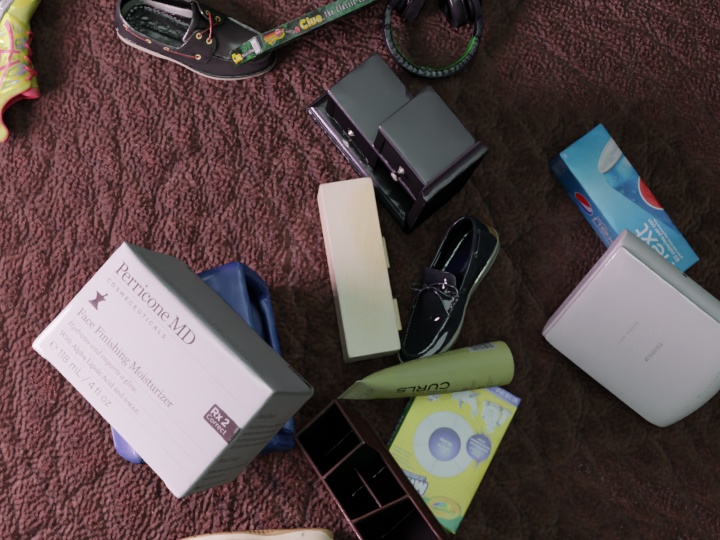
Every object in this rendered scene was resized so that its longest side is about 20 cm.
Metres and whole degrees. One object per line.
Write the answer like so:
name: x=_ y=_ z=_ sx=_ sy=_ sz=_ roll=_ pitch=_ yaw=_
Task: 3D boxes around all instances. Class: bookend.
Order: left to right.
bookend: x=0.036 y=-0.161 z=1.457 sx=0.092 sy=0.200 sz=0.199 roll=-38 pitch=87 yaw=-9

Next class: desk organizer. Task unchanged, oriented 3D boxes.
desk organizer: x=0.012 y=0.242 z=1.405 sx=0.072 sy=0.077 sz=0.201 roll=-41 pitch=54 yaw=5

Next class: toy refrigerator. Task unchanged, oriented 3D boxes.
toy refrigerator: x=0.000 y=0.000 z=1.493 sx=0.069 sy=0.076 sz=0.203 roll=-8 pitch=82 yaw=-6

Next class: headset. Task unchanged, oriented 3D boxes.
headset: x=0.090 y=-0.336 z=1.564 sx=0.121 sy=0.094 sz=0.203 roll=6 pitch=96 yaw=-7

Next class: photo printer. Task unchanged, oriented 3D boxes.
photo printer: x=0.334 y=0.075 z=1.476 sx=0.199 sy=0.069 sz=0.167 roll=38 pitch=119 yaw=2

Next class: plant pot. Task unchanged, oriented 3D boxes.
plant pot: x=-0.181 y=0.114 z=1.406 sx=0.177 sy=0.200 sz=0.203 roll=-12 pitch=83 yaw=1

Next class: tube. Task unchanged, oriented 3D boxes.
tube: x=0.075 y=0.119 z=1.431 sx=0.197 sy=0.052 sz=0.059 roll=-7 pitch=122 yaw=-22

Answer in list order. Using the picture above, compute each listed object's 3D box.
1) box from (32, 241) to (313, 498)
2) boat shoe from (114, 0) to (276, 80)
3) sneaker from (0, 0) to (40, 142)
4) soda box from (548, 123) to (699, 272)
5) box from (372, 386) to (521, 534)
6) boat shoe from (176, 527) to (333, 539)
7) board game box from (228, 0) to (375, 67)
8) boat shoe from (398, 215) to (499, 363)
box: x=-0.169 y=0.093 z=1.210 sx=0.199 sy=0.200 sz=0.131 roll=43 pitch=92 yaw=10
boat shoe: x=-0.196 y=-0.281 z=1.527 sx=0.198 sy=0.063 sz=0.075 roll=16 pitch=76 yaw=-5
sneaker: x=-0.410 y=-0.241 z=1.504 sx=0.089 sy=0.078 sz=0.202 roll=24 pitch=86 yaw=-9
soda box: x=0.314 y=-0.071 z=1.533 sx=0.067 sy=0.064 sz=0.201 roll=-35 pitch=86 yaw=-8
box: x=0.090 y=0.212 z=1.484 sx=0.116 sy=0.048 sz=0.202 roll=27 pitch=82 yaw=1
boat shoe: x=-0.126 y=0.329 z=1.436 sx=0.197 sy=0.074 sz=0.070 roll=-3 pitch=76 yaw=-5
board game box: x=-0.051 y=-0.292 z=1.495 sx=0.198 sy=0.104 sz=0.024 roll=-29 pitch=102 yaw=-22
boat shoe: x=0.095 y=0.024 z=1.491 sx=0.074 sy=0.062 sz=0.202 roll=18 pitch=72 yaw=42
